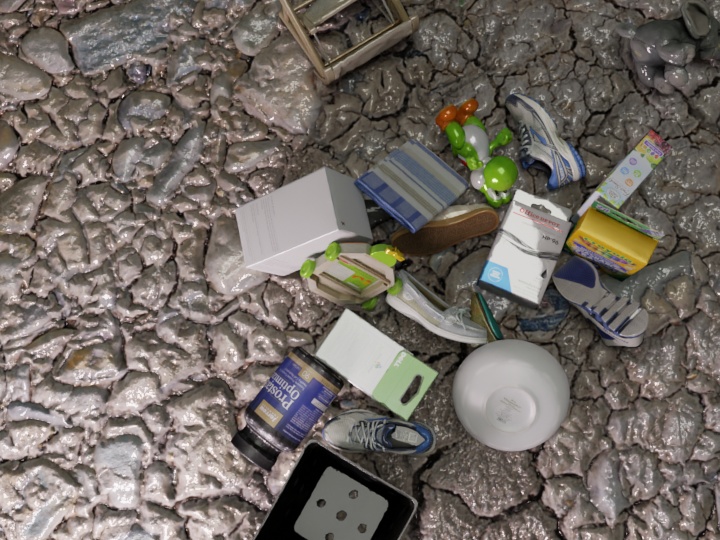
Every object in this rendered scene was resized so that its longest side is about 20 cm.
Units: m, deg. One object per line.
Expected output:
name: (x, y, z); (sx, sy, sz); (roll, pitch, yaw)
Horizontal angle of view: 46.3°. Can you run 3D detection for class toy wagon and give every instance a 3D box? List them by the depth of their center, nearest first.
toy wagon: (0.000, 0.000, 1.450); (0.155, 0.200, 0.040); (29, 48, -30)

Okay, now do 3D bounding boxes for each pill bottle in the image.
pill bottle: (-0.128, 0.239, 1.452); (0.112, 0.112, 0.200); (37, 83, 9)

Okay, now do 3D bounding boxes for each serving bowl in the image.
serving bowl: (0.252, 0.220, 1.416); (0.199, 0.066, 0.201); (3, 108, 9)

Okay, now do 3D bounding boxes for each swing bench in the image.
swing bench: (-0.025, -0.473, 1.579); (0.199, 0.130, 0.200); (-31, 84, -4)

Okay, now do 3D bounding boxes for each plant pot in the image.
plant pot: (-0.037, 0.412, 1.381); (0.199, 0.177, 0.200); (29, 81, 8)

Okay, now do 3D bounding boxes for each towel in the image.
towel: (0.094, -0.154, 1.505); (0.147, 0.024, 0.200); (41, 46, 10)

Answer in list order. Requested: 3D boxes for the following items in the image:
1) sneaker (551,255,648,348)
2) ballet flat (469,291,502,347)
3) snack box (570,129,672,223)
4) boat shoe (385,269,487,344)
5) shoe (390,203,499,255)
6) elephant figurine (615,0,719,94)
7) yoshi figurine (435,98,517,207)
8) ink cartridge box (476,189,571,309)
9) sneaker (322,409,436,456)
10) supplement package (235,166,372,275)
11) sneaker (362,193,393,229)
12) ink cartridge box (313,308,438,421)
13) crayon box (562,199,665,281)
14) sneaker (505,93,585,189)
sneaker: (0.421, 0.074, 1.473); (0.080, 0.115, 0.199); (-38, 50, -6)
ballet flat: (0.230, 0.135, 1.480); (0.071, 0.071, 0.200); (-29, 79, -3)
snack box: (0.444, -0.145, 1.450); (0.053, 0.200, 0.142); (40, 83, 9)
boat shoe: (0.135, 0.068, 1.465); (0.202, 0.074, 0.065); (29, 104, 31)
shoe: (0.151, -0.079, 1.532); (0.199, 0.070, 0.053); (-14, 39, 3)
elephant figurine: (0.600, -0.426, 1.547); (0.200, 0.155, 0.141); (-39, 36, -15)
yoshi figurine: (0.222, -0.214, 1.509); (0.112, 0.112, 0.200); (-29, 83, 14)
ink cartridge box: (0.298, -0.046, 1.506); (0.116, 0.068, 0.201); (22, 81, 7)
sneaker: (0.032, 0.278, 1.449); (0.199, 0.085, 0.077); (2, 79, 4)
supplement package: (-0.099, -0.081, 1.469); (0.200, 0.117, 0.117); (-21, 72, 27)
sneaker: (0.024, -0.088, 1.532); (0.199, 0.071, 0.100); (2, 83, 7)
ink cartridge box: (0.028, 0.166, 1.484); (0.200, 0.059, 0.104); (34, 83, 9)
crayon box: (0.422, -0.046, 1.431); (0.125, 0.200, 0.052); (28, 82, 8)
sneaker: (0.319, -0.233, 1.531); (0.085, 0.077, 0.200); (-36, 79, 0)
